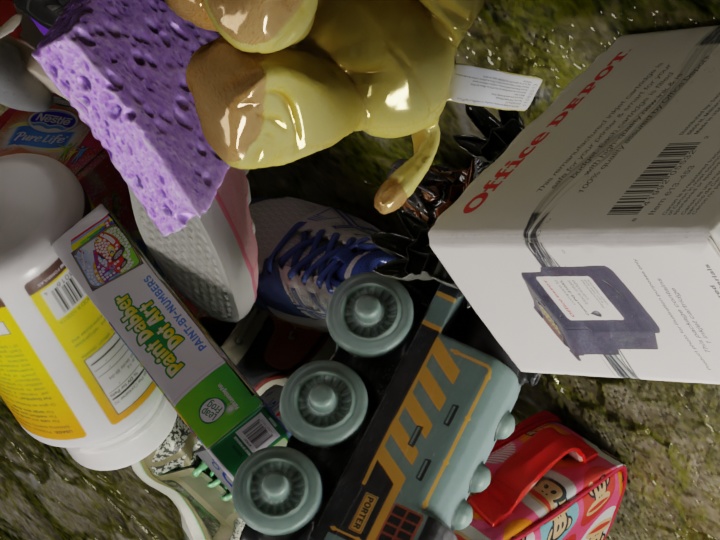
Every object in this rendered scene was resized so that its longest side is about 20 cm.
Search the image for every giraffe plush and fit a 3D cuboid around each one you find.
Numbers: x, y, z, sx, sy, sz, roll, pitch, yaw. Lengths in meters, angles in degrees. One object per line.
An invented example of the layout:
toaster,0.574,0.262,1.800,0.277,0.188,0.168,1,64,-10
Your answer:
giraffe plush,-0.027,-0.140,1.258,0.162,0.173,0.200,39,-173,39

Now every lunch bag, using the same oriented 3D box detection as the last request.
lunch bag,0.066,0.161,1.488,0.082,0.200,0.177,37,120,21

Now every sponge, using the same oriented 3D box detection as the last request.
sponge,-0.092,-0.115,1.339,0.030,0.200,0.112,-25,113,28

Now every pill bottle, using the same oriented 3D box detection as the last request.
pill bottle,-0.183,0.031,1.626,0.109,0.109,0.200,24,152,40

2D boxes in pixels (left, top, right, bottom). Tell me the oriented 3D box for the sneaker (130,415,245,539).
sneaker,-0.096,0.150,1.935,0.088,0.077,0.200,9,145,35

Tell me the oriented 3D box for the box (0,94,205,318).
box,-0.178,-0.011,1.755,0.099,0.095,0.201,26,150,37

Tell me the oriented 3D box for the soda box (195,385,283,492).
soda box,-0.035,0.114,1.761,0.068,0.063,0.200,49,157,-9

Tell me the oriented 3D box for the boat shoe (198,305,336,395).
boat shoe,-0.077,0.048,1.708,0.062,0.071,0.200,35,153,-15

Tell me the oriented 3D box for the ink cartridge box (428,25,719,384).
ink cartridge box,0.144,-0.030,1.123,0.084,0.145,0.200,54,155,-20

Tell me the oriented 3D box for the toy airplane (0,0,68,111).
toy airplane,-0.257,-0.154,1.595,0.199,0.141,0.200,49,156,-10

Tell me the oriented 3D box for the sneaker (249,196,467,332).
sneaker,0.000,0.000,1.493,0.199,0.076,0.088,24,164,20

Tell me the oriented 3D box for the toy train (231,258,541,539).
toy train,0.014,0.091,1.375,0.113,0.201,0.085,24,161,13

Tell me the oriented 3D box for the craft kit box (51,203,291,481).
craft kit box,-0.075,0.080,1.531,0.198,0.048,0.200,52,178,43

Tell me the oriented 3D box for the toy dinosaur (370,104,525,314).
toy dinosaur,0.086,-0.015,1.345,0.199,0.103,0.136,8,162,34

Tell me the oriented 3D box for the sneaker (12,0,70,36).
sneaker,-0.172,-0.197,1.385,0.099,0.069,0.201,42,-164,-55

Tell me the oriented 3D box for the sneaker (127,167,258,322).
sneaker,-0.080,-0.074,1.470,0.075,0.105,0.201,14,136,47
